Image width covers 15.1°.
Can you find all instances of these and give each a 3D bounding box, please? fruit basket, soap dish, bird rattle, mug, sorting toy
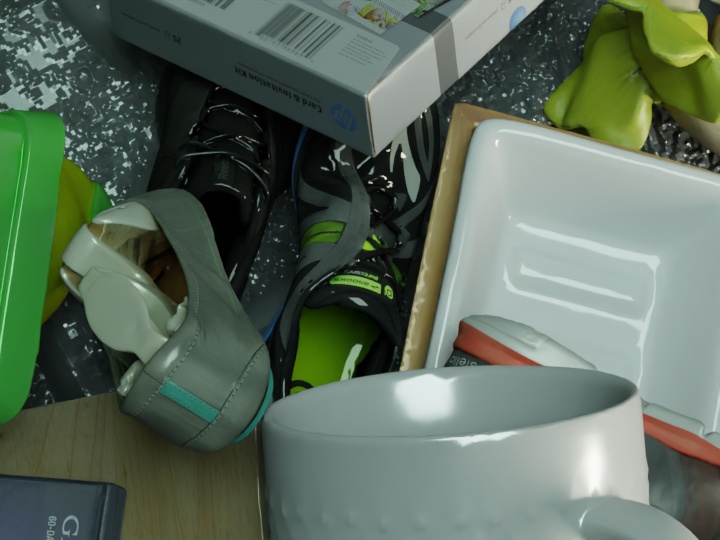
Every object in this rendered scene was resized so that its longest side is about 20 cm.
[{"bbox_3d":[-0.192,0.002,1.171,0.215,0.216,0.156,9,73,-9],"label":"fruit basket"},{"bbox_3d":[0.095,0.039,1.254,0.157,0.081,0.201,14,72,-8],"label":"soap dish"},{"bbox_3d":[0.182,-0.127,1.332,0.163,0.113,0.200,38,57,-11],"label":"bird rattle"},{"bbox_3d":[0.060,0.137,1.040,0.147,0.200,0.176,-13,101,-47],"label":"mug"},{"bbox_3d":[-0.108,0.159,1.137,0.198,0.070,0.201,-12,73,26],"label":"sorting toy"}]

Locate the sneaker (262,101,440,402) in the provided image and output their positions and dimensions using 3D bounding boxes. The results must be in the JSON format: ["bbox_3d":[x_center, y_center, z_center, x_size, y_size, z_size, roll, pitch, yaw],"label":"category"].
[{"bbox_3d":[0.000,0.000,1.228,0.071,0.083,0.200,19,83,-24],"label":"sneaker"}]

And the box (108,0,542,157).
[{"bbox_3d":[0.006,-0.149,1.251,0.156,0.041,0.200,26,55,29],"label":"box"}]

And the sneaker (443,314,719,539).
[{"bbox_3d":[0.114,0.098,1.164,0.200,0.077,0.082,30,82,14],"label":"sneaker"}]

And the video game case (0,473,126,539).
[{"bbox_3d":[-0.196,0.152,1.128,0.199,0.019,0.143,2,78,25],"label":"video game case"}]

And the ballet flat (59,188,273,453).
[{"bbox_3d":[-0.088,0.006,1.099,0.064,0.200,0.067,27,102,-27],"label":"ballet flat"}]

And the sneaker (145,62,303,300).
[{"bbox_3d":[-0.062,-0.046,1.241,0.076,0.091,0.201,13,70,-7],"label":"sneaker"}]
